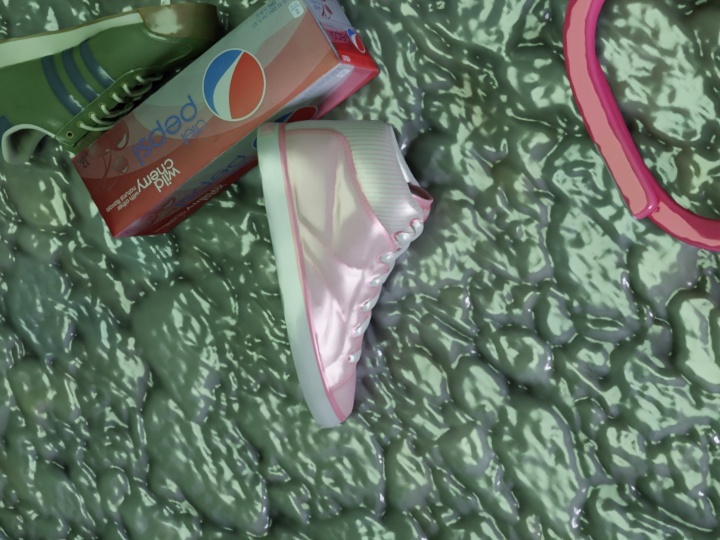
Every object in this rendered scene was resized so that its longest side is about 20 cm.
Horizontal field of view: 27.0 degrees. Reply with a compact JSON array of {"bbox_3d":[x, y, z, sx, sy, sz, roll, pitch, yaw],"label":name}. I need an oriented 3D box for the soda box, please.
[{"bbox_3d":[-0.090,-0.100,0.980,0.199,0.070,0.064,-35,79,21],"label":"soda box"}]

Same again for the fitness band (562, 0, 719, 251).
[{"bbox_3d":[0.202,-0.108,0.877,0.143,0.037,0.202,-27,84,19],"label":"fitness band"}]

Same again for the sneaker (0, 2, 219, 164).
[{"bbox_3d":[-0.176,-0.121,1.019,0.198,0.067,0.091,-6,90,29],"label":"sneaker"}]

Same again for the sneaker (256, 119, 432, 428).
[{"bbox_3d":[0.000,0.000,0.945,0.103,0.075,0.202,-8,105,1],"label":"sneaker"}]
